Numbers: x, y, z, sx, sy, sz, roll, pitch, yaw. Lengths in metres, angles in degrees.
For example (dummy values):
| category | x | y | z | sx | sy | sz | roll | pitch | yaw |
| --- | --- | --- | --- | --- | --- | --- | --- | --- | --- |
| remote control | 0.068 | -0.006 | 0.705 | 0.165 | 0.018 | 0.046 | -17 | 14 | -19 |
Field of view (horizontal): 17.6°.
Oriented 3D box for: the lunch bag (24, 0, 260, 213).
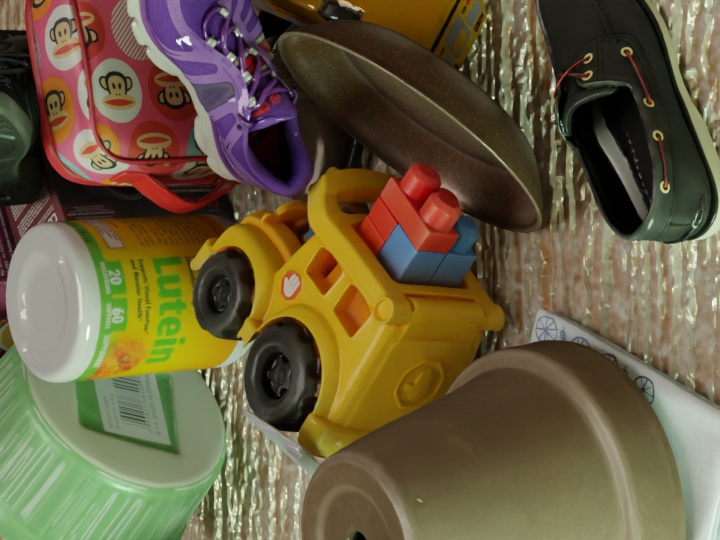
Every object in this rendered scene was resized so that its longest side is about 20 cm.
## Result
| category | x | y | z | sx | sy | sz | roll | pitch | yaw |
| --- | --- | --- | --- | --- | --- | --- | --- | --- | --- |
| lunch bag | -0.130 | -0.126 | 1.625 | 0.082 | 0.200 | 0.176 | -20 | 76 | 47 |

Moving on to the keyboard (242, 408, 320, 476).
| category | x | y | z | sx | sy | sz | roll | pitch | yaw |
| --- | --- | --- | --- | --- | --- | --- | --- | --- | --- |
| keyboard | -0.015 | 0.144 | 1.521 | 0.011 | 0.200 | 0.056 | -48 | 52 | -6 |

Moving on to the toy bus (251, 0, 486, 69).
| category | x | y | z | sx | sy | sz | roll | pitch | yaw |
| --- | --- | --- | --- | --- | --- | --- | --- | --- | --- |
| toy bus | -0.023 | -0.191 | 1.509 | 0.200 | 0.078 | 0.065 | 25 | 85 | 23 |

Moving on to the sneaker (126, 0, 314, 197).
| category | x | y | z | sx | sy | sz | roll | pitch | yaw |
| --- | --- | --- | --- | --- | --- | --- | --- | --- | --- |
| sneaker | -0.076 | -0.130 | 1.466 | 0.083 | 0.081 | 0.200 | 31 | 156 | 47 |

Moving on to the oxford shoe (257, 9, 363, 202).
| category | x | y | z | sx | sy | sz | roll | pitch | yaw |
| --- | --- | --- | --- | --- | --- | --- | --- | --- | --- |
| oxford shoe | -0.044 | -0.136 | 1.605 | 0.073 | 0.084 | 0.200 | 4 | 98 | 51 |

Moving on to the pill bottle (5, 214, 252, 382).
| category | x | y | z | sx | sy | sz | roll | pitch | yaw |
| --- | --- | --- | --- | --- | --- | --- | --- | --- | --- |
| pill bottle | -0.139 | 0.017 | 1.645 | 0.111 | 0.200 | 0.111 | 7 | 99 | 52 |

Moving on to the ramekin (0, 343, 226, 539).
| category | x | y | z | sx | sy | sz | roll | pitch | yaw |
| --- | --- | --- | --- | --- | --- | --- | --- | --- | --- |
| ramekin | -0.198 | 0.124 | 1.743 | 0.098 | 0.200 | 0.200 | -51 | 54 | 32 |

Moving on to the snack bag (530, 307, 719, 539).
| category | x | y | z | sx | sy | sz | roll | pitch | yaw |
| --- | --- | --- | --- | --- | --- | --- | --- | --- | --- |
| snack bag | 0.151 | 0.147 | 1.423 | 0.188 | 0.021 | 0.200 | 32 | 118 | 46 |

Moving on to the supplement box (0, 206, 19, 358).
| category | x | y | z | sx | sy | sz | roll | pitch | yaw |
| --- | --- | --- | --- | --- | --- | --- | --- | --- | --- |
| supplement box | -0.288 | 0.003 | 1.776 | 0.131 | 0.200 | 0.103 | -50 | 51 | 45 |

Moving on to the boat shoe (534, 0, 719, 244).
| category | x | y | z | sx | sy | sz | roll | pitch | yaw |
| --- | --- | --- | --- | --- | --- | --- | --- | --- | --- |
| boat shoe | 0.149 | -0.105 | 1.373 | 0.074 | 0.063 | 0.202 | -50 | 54 | 46 |

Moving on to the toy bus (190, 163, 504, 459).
| category | x | y | z | sx | sy | sz | roll | pitch | yaw |
| --- | --- | --- | --- | --- | --- | --- | --- | --- | --- |
| toy bus | 0.000 | 0.000 | 1.523 | 0.200 | 0.136 | 0.192 | 53 | 126 | 38 |

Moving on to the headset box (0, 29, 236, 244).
| category | x | y | z | sx | sy | sz | roll | pitch | yaw |
| --- | --- | --- | --- | --- | --- | --- | --- | --- | --- |
| headset box | -0.195 | -0.080 | 1.755 | 0.077 | 0.149 | 0.200 | -48 | 55 | 44 |

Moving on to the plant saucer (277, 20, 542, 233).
| category | x | y | z | sx | sy | sz | roll | pitch | yaw |
| --- | --- | --- | --- | --- | --- | --- | --- | --- | --- |
| plant saucer | 0.039 | -0.097 | 1.448 | 0.200 | 0.200 | 0.037 | 24 | 73 | 50 |

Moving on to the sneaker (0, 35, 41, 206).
| category | x | y | z | sx | sy | sz | roll | pitch | yaw |
| --- | --- | --- | --- | --- | --- | --- | --- | --- | --- |
| sneaker | -0.261 | -0.119 | 1.606 | 0.199 | 0.076 | 0.114 | 84 | 180 | -78 |

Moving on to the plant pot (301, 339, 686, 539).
| category | x | y | z | sx | sy | sz | roll | pitch | yaw |
| --- | --- | --- | --- | --- | --- | --- | --- | --- | --- |
| plant pot | 0.064 | 0.152 | 1.379 | 0.200 | 0.174 | 0.201 | 15 | 109 | 51 |
